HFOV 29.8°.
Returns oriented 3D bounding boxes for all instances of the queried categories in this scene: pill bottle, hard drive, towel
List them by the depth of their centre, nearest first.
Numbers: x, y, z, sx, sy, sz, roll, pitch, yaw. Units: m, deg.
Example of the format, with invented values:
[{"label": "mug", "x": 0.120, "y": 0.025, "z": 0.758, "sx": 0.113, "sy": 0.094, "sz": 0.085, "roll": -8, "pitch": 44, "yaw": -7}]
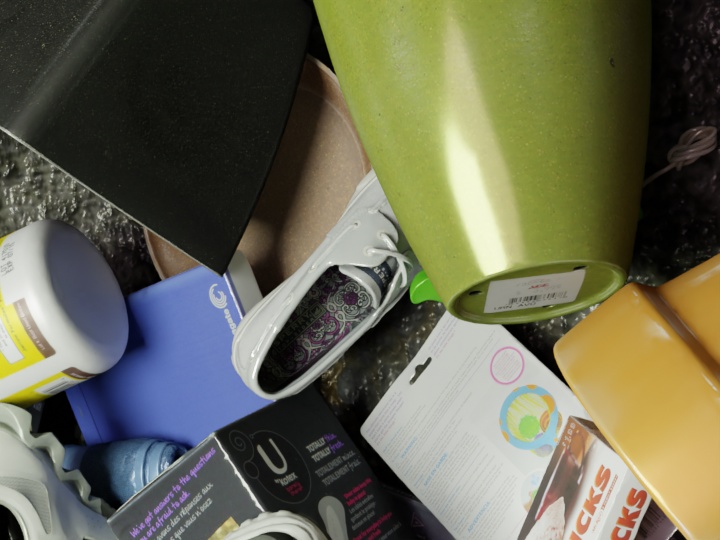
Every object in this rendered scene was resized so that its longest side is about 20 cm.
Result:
[{"label": "pill bottle", "x": -0.265, "y": 0.051, "z": 0.914, "sx": 0.200, "sy": 0.109, "sz": 0.110, "roll": -24, "pitch": 77, "yaw": 16}, {"label": "hard drive", "x": -0.132, "y": 0.076, "z": 0.944, "sx": 0.200, "sy": 0.025, "sz": 0.132, "roll": -20, "pitch": 93, "yaw": 39}, {"label": "towel", "x": -0.191, "y": 0.176, "z": 0.977, "sx": 0.200, "sy": 0.049, "sz": 0.112, "roll": -8, "pitch": 112, "yaw": 36}]

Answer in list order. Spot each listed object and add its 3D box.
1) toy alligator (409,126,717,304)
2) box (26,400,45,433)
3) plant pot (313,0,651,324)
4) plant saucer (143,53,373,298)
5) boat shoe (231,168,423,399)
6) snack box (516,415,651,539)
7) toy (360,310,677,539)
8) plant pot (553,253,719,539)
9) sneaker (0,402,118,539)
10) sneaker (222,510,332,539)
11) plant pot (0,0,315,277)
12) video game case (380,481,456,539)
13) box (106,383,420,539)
[{"label": "toy alligator", "x": 0.125, "y": -0.015, "z": 0.788, "sx": 0.200, "sy": 0.059, "sz": 0.054, "roll": -27, "pitch": 116, "yaw": 12}, {"label": "box", "x": -0.306, "y": 0.100, "z": 1.023, "sx": 0.160, "sy": 0.044, "sz": 0.200, "roll": -15, "pitch": 53, "yaw": 34}, {"label": "plant pot", "x": 0.077, "y": -0.080, "z": 0.713, "sx": 0.187, "sy": 0.187, "sz": 0.201, "roll": -21, "pitch": 67, "yaw": 32}, {"label": "plant saucer", "x": -0.064, "y": -0.053, "z": 0.920, "sx": 0.200, "sy": 0.037, "sz": 0.201, "roll": 0, "pitch": 90, "yaw": 33}, {"label": "boat shoe", "x": 0.000, "y": 0.000, "z": 0.822, "sx": 0.200, "sy": 0.069, "sz": 0.072, "roll": -40, "pitch": 110, "yaw": 0}, {"label": "snack box", "x": 0.097, "y": 0.182, "z": 0.723, "sx": 0.200, "sy": 0.024, "sz": 0.072, "roll": -69, "pitch": 21, "yaw": 8}, {"label": "toy", "x": 0.098, "y": 0.118, "z": 0.803, "sx": 0.115, "sy": 0.047, "sz": 0.200, "roll": -54, "pitch": 50, "yaw": 12}, {"label": "plant pot", "x": 0.227, "y": 0.053, "z": 0.651, "sx": 0.183, "sy": 0.200, "sz": 0.200, "roll": -42, "pitch": 68, "yaw": 10}, {"label": "sneaker", "x": -0.200, "y": 0.186, "z": 0.887, "sx": 0.074, "sy": 0.089, "sz": 0.200, "roll": -19, "pitch": 122, "yaw": 35}, {"label": "sneaker", "x": -0.101, "y": 0.199, "z": 0.736, "sx": 0.200, "sy": 0.079, "sz": 0.074, "roll": -41, "pitch": 82, "yaw": 28}, {"label": "plant pot", "x": -0.150, "y": -0.144, "z": 0.849, "sx": 0.200, "sy": 0.199, "sz": 0.178, "roll": 31, "pitch": 85, "yaw": 38}, {"label": "video game case", "x": -0.002, "y": 0.208, "z": 0.895, "sx": 0.200, "sy": 0.019, "sz": 0.143, "roll": 16, "pitch": 99, "yaw": 33}, {"label": "box", "x": -0.034, "y": 0.188, "z": 0.814, "sx": 0.106, "sy": 0.122, "sz": 0.200, "roll": -39, "pitch": 81, "yaw": 27}]
